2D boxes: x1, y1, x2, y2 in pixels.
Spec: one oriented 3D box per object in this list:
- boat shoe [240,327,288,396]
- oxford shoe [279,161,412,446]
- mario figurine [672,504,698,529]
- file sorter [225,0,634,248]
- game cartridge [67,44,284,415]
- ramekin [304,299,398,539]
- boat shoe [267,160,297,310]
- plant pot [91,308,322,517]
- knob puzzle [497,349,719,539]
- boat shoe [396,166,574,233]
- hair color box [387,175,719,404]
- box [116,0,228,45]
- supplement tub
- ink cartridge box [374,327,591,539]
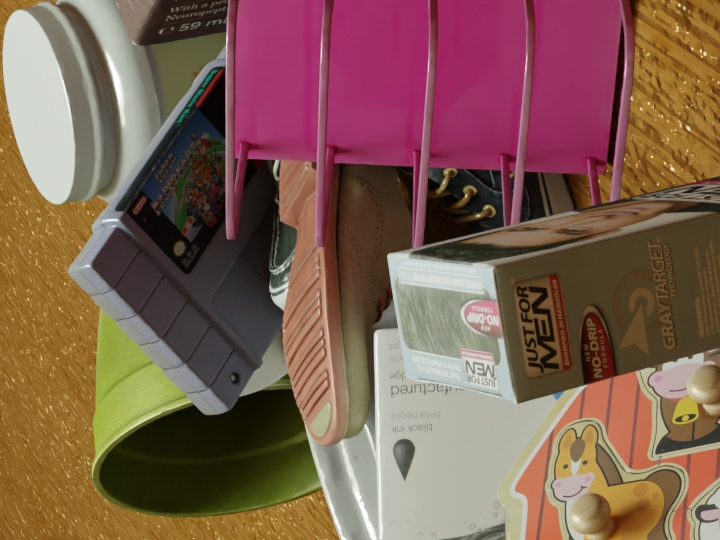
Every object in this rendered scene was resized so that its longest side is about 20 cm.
[{"bbox_3d":[-0.061,0.009,1.407,0.068,0.200,0.072,-12,124,44],"label":"boat shoe"},{"bbox_3d":[0.000,0.000,1.219,0.071,0.073,0.201,133,141,-57],"label":"oxford shoe"},{"bbox_3d":[0.154,0.184,1.019,0.124,0.199,0.106,-121,9,-54],"label":"mario figurine"},{"bbox_3d":[0.031,-0.088,1.114,0.126,0.198,0.140,-87,0,-58],"label":"file sorter"},{"bbox_3d":[-0.077,-0.032,1.332,0.038,0.201,0.130,-10,129,45],"label":"game cartridge"},{"bbox_3d":[0.040,0.101,1.309,0.200,0.104,0.202,163,90,-78],"label":"ramekin"},{"bbox_3d":[-0.026,-0.068,1.317,0.073,0.068,0.200,-23,39,51],"label":"boat shoe"},{"bbox_3d":[-0.096,0.036,1.526,0.201,0.199,0.194,120,143,-56],"label":"plant pot"},{"bbox_3d":[0.148,0.080,1.035,0.031,0.219,0.220,53,172,-37],"label":"knob puzzle"},{"bbox_3d":[0.059,-0.052,1.244,0.071,0.090,0.202,4,106,64],"label":"boat shoe"},{"bbox_3d":[0.124,0.003,1.005,0.099,0.199,0.061,7,109,63],"label":"hair color box"},{"bbox_3d":[-0.063,-0.257,1.307,0.165,0.165,0.200,69,155,16],"label":"box"},{"bbox_3d":[-0.113,-0.122,1.441,0.145,0.199,0.146,41,139,51],"label":"supplement tub"},{"bbox_3d":[0.084,0.131,1.143,0.084,0.144,0.202,56,-149,-74],"label":"ink cartridge box"}]
